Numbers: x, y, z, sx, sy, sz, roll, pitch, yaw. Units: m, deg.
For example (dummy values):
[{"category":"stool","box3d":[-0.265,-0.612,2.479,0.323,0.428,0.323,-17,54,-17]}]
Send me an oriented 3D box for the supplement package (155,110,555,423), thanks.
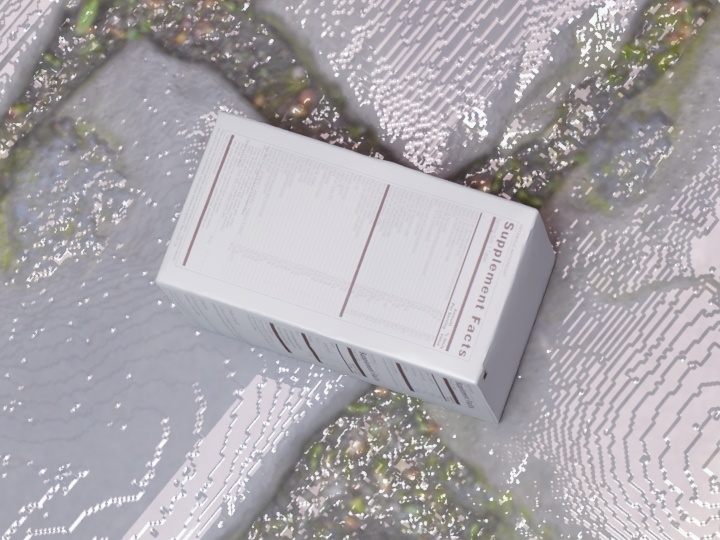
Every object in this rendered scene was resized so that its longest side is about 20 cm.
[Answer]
[{"category":"supplement package","box3d":[0.000,0.000,1.718,0.200,0.110,0.114,18,79,13]}]
